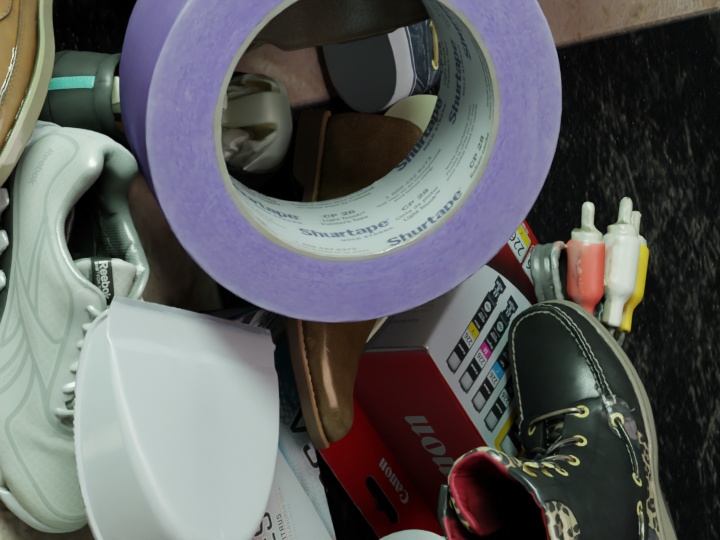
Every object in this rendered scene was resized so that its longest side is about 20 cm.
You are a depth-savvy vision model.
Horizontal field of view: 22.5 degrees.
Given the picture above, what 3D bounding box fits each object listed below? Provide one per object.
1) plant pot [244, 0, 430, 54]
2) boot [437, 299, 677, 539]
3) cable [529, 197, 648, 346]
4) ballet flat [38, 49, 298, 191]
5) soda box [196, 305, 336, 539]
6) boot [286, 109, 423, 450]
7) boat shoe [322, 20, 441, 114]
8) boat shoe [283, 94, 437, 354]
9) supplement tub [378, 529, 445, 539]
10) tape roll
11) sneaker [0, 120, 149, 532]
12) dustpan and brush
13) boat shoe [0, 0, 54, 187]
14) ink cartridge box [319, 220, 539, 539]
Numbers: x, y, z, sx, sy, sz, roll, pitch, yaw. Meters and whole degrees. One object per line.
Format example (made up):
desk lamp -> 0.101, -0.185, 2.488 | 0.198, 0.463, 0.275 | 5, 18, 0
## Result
plant pot -> -0.040, -0.223, 0.948 | 0.200, 0.200, 0.199 | -27, 114, -48
boot -> 0.101, 0.107, 0.980 | 0.150, 0.073, 0.200 | 8, 65, -55
cable -> 0.144, 0.056, 1.088 | 0.097, 0.050, 0.200 | 5, 79, -53
ballet flat -> -0.083, -0.078, 0.957 | 0.200, 0.068, 0.068 | 2, 82, -50
soda box -> -0.062, 0.122, 0.959 | 0.068, 0.063, 0.200 | -22, 103, -48
boot -> 0.000, 0.000, 0.974 | 0.074, 0.075, 0.200 | 79, 13, -62
boat shoe -> 0.009, -0.199, 1.088 | 0.091, 0.071, 0.201 | -28, 112, -50
boat shoe -> 0.007, -0.006, 1.048 | 0.202, 0.074, 0.063 | -60, 156, -22
supplement tub -> 0.082, 0.241, 1.043 | 0.200, 0.145, 0.145 | 32, 61, -36
tape roll -> -0.011, -0.082, 0.867 | 0.200, 0.085, 0.200 | -6, 111, -15
sneaker -> -0.140, 0.029, 0.863 | 0.075, 0.081, 0.200 | -9, 100, -51
dustpan and brush -> -0.089, 0.123, 0.851 | 0.139, 0.057, 0.200 | 17, 63, -57
boat shoe -> -0.184, -0.125, 0.853 | 0.068, 0.072, 0.200 | 31, 53, -39
ink cartridge box -> 0.071, 0.090, 1.104 | 0.200, 0.084, 0.176 | 56, 48, -29
